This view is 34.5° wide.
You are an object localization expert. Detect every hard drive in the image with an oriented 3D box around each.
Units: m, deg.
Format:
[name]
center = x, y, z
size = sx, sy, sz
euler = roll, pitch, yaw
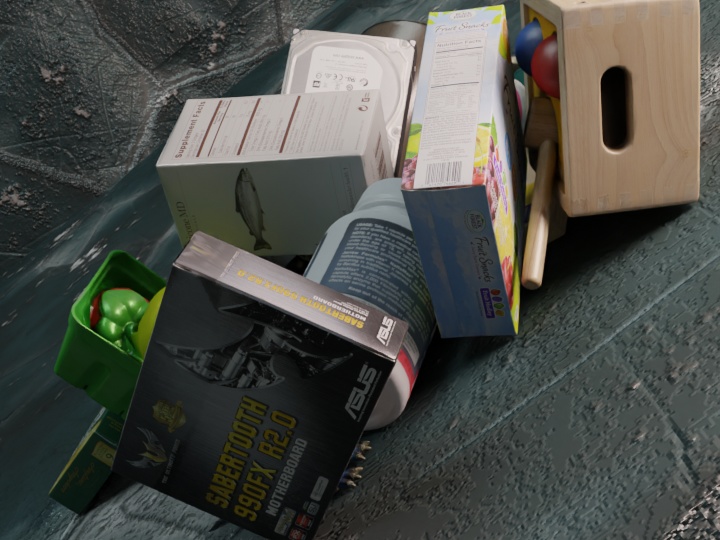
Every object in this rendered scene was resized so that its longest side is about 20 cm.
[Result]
[hard drive]
center = -0.021, -0.156, 1.237
size = 0.038, 0.139, 0.201
euler = 67, -148, -73

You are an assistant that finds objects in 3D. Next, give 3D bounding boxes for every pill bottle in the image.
[pill bottle]
center = 0.010, 0.020, 0.962
size = 0.119, 0.120, 0.200
euler = -23, 30, 42

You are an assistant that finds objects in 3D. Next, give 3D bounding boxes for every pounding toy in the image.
[pounding toy]
center = 0.174, -0.116, 0.904
size = 0.141, 0.201, 0.184
euler = -7, 20, -1

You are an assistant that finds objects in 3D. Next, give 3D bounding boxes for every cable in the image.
[cable]
center = -0.039, -0.011, 1.233
size = 0.097, 0.050, 0.200
euler = -58, -5, 13

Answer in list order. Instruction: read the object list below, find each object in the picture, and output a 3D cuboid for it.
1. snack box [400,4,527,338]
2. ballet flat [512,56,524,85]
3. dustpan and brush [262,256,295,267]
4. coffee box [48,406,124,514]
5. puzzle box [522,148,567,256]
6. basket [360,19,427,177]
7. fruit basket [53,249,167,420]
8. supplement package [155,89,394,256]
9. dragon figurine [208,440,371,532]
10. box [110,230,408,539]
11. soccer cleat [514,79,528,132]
[snack box]
center = 0.087, -0.077, 0.904
size = 0.067, 0.169, 0.201
euler = -3, 49, 14
[ballet flat]
center = 0.189, -0.210, 1.296
size = 0.062, 0.068, 0.200
euler = -15, 13, -22
[dustpan and brush]
center = -0.100, 0.003, 1.277
size = 0.140, 0.057, 0.200
euler = -57, 14, 11
[coffee box]
center = -0.263, 0.160, 1.277
size = 0.123, 0.044, 0.200
euler = -50, 11, 33
[puzzle box]
center = 0.139, -0.065, 1.082
size = 0.133, 0.025, 0.200
euler = -29, 21, 31
[basket]
center = 0.023, -0.162, 1.326
size = 0.180, 0.136, 0.201
euler = -6, 53, 57
[fruit basket]
center = -0.174, 0.064, 1.118
size = 0.215, 0.216, 0.156
euler = -31, 20, 25
[supplement package]
center = -0.077, -0.093, 1.123
size = 0.199, 0.117, 0.118
euler = -2, 40, 13
[dragon figurine]
center = -0.061, 0.132, 0.899
size = 0.200, 0.100, 0.059
euler = -28, 21, 32
[box]
center = -0.074, 0.090, 0.805
size = 0.048, 0.158, 0.201
euler = -67, 1, -56
[soccer cleat]
center = 0.127, -0.141, 1.094
size = 0.086, 0.070, 0.200
euler = -8, -3, -20
